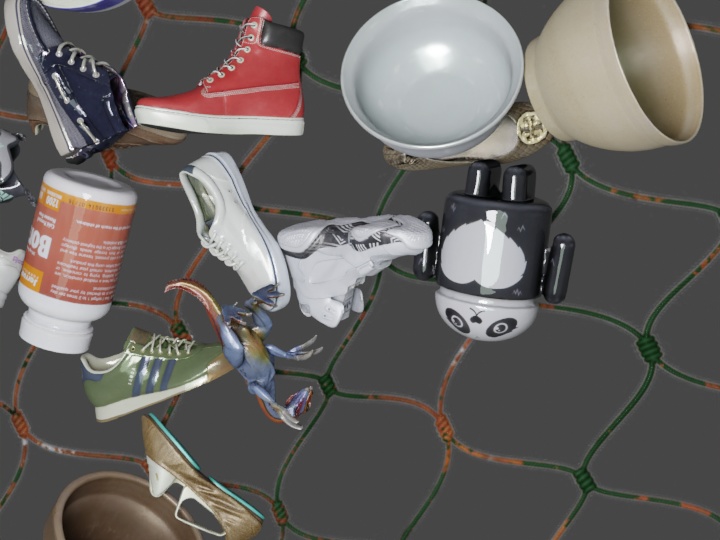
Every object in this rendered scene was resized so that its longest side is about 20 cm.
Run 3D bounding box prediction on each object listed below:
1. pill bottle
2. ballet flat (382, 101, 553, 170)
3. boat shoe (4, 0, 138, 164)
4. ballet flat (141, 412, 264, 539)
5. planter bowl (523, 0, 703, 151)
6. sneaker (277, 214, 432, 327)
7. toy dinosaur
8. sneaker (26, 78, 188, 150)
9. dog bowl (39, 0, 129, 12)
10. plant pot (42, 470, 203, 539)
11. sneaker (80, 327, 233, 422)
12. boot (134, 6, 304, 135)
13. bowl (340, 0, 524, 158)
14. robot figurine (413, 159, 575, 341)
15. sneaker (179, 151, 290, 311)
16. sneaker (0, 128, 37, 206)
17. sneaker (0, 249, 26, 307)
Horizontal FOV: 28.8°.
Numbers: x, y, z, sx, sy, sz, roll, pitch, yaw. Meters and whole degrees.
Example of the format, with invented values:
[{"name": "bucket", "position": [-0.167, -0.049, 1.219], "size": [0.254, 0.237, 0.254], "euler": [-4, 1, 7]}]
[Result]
[{"name": "pill bottle", "position": [-0.336, -0.011, 1.641], "size": [0.112, 0.112, 0.201], "euler": [17, 100, 5]}, {"name": "ballet flat", "position": [0.122, -0.148, 1.587], "size": [0.199, 0.046, 0.068], "euler": [-7, 99, 9]}, {"name": "boat shoe", "position": [-0.317, -0.226, 1.558], "size": [0.092, 0.075, 0.201], "euler": [-18, 100, 23]}, {"name": "ballet flat", "position": [-0.206, 0.261, 1.686], "size": [0.200, 0.068, 0.072], "euler": [43, 80, -5]}, {"name": "planter bowl", "position": [0.259, -0.214, 1.498], "size": [0.134, 0.200, 0.201], "euler": [-17, 97, 36]}, {"name": "sneaker", "position": [0.000, 0.000, 1.598], "size": [0.199, 0.075, 0.115], "euler": [-1, 105, 33]}, {"name": "toy dinosaur", "position": [-0.117, 0.098, 1.630], "size": [0.200, 0.105, 0.182], "euler": [29, 140, 26]}, {"name": "sneaker", "position": [-0.296, -0.172, 1.643], "size": [0.199, 0.070, 0.076], "euler": [19, 120, 8]}, {"name": "dog bowl", "position": [-0.323, -0.396, 1.595], "size": [0.199, 0.079, 0.201], "euler": [1, 99, 8]}, {"name": "plant pot", "position": [-0.308, 0.368, 1.674], "size": [0.200, 0.200, 0.175], "euler": [38, 121, 1]}, {"name": "sneaker", "position": [-0.245, 0.107, 1.668], "size": [0.200, 0.067, 0.090], "euler": [-22, 100, 13]}, {"name": "boot", "position": [-0.157, -0.225, 1.575], "size": [0.199, 0.072, 0.145], "euler": [-3, 99, -25]}, {"name": "bowl", "position": [0.083, -0.198, 1.544], "size": [0.200, 0.090, 0.202], "euler": [-4, 63, 9]}, {"name": "robot figurine", "position": [0.147, -0.021, 1.563], "size": [0.124, 0.150, 0.201], "euler": [1, 101, -31]}, {"name": "sneaker", "position": [-0.151, -0.038, 1.622], "size": [0.073, 0.071, 0.201], "euler": [-31, 85, 51]}, {"name": "sneaker", "position": [-0.449, -0.086, 1.636], "size": [0.139, 0.078, 0.201], "euler": [17, 71, -3]}, {"name": "sneaker", "position": [-0.494, -0.038, 1.691], "size": [0.200, 0.075, 0.100], "euler": [33, 82, 2]}]
